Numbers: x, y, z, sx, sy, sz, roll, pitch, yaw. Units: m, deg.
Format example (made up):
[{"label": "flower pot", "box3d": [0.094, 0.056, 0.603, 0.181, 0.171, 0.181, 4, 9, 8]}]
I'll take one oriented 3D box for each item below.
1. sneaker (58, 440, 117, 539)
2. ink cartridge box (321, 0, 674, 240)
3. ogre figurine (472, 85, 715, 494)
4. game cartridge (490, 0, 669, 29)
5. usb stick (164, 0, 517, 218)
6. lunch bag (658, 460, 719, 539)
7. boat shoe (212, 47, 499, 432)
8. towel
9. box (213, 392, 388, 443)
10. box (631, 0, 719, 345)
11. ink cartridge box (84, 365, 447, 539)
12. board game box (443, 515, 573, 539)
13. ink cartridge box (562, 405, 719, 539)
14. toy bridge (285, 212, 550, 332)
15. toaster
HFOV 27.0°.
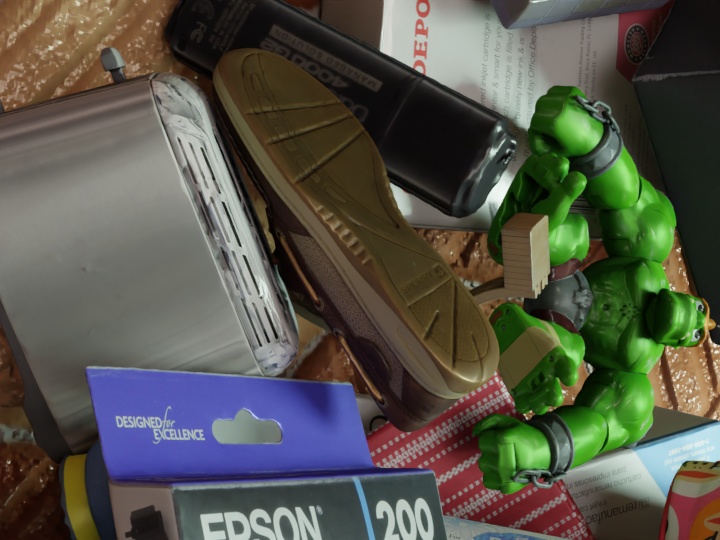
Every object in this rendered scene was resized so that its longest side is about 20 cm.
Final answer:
[{"label": "sneaker", "box3d": [-0.074, 0.150, 0.714, 0.077, 0.066, 0.202, -17, 130, 1]}, {"label": "ink cartridge box", "box3d": [0.076, -0.095, 0.850, 0.198, 0.082, 0.149, 3, 92, -29]}, {"label": "ogre figurine", "box3d": [0.121, 0.015, 0.795, 0.119, 0.098, 0.203, 13, 64, -43]}, {"label": "game cartridge", "box3d": [0.088, -0.228, 0.825, 0.129, 0.038, 0.202, -11, 70, -40]}, {"label": "usb stick", "box3d": [-0.013, -0.092, 0.756, 0.056, 0.199, 0.033, -59, 159, 0]}, {"label": "lunch bag", "box3d": [0.221, 0.187, 0.826, 0.200, 0.081, 0.178, 41, 52, -52]}, {"label": "boat shoe", "box3d": [-0.017, -0.013, 0.714, 0.201, 0.072, 0.072, 53, 39, 9]}, {"label": "towel", "box3d": [0.059, 0.168, 0.819, 0.144, 0.022, 0.202, -31, 99, -4]}, {"label": "box", "box3d": [-0.037, 0.135, 0.828, 0.198, 0.036, 0.146, 12, 87, -27]}, {"label": "box", "box3d": [0.264, -0.092, 0.872, 0.199, 0.122, 0.201, -58, 135, -37]}, {"label": "ink cartridge box", "box3d": [-0.023, 0.136, 0.633, 0.197, 0.043, 0.203, 9, 64, -57]}, {"label": "board game box", "box3d": [0.045, 0.225, 0.776, 0.196, 0.043, 0.203, 9, 113, 9]}, {"label": "ink cartridge box", "box3d": [0.154, 0.198, 0.911, 0.143, 0.084, 0.203, -12, 100, -28]}, {"label": "toy bridge", "box3d": [0.000, 0.000, 0.770, 0.027, 0.197, 0.068, -42, 131, -57]}, {"label": "toaster", "box3d": [-0.110, 0.000, 0.714, 0.128, 0.114, 0.202, -20, 99, 2]}]
